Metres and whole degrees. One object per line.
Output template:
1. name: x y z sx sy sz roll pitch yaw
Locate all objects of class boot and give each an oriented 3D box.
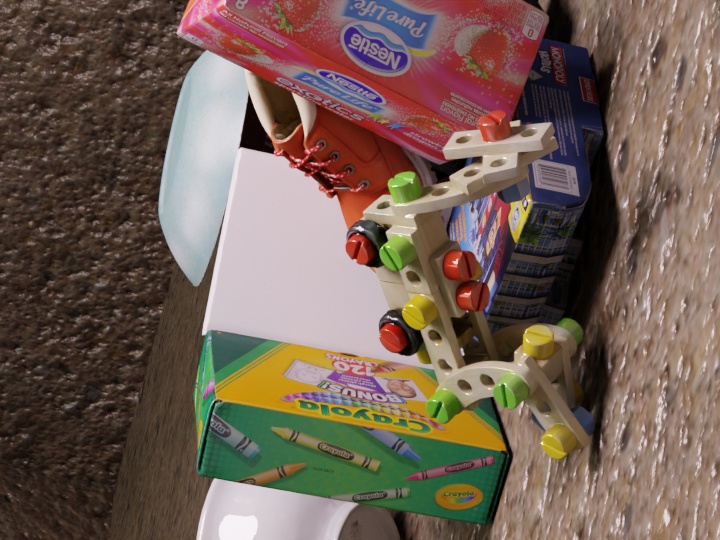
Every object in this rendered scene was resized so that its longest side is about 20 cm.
1. boot: -0.015 -0.074 1.560 0.075 0.107 0.200 -12 102 41

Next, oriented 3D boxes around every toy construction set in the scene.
1. toy construction set: 0.067 0.008 1.364 0.131 0.092 0.200 7 112 43

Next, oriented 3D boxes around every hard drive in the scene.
1. hard drive: 0.000 0.000 1.648 0.025 0.200 0.132 160 122 -79

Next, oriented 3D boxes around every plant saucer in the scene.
1. plant saucer: -0.120 -0.090 1.751 0.201 0.039 0.201 -169 90 -79

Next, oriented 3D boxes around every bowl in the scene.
1. bowl: -0.030 0.220 1.774 0.201 0.090 0.201 8 -100 -57

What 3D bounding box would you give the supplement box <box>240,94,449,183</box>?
1. supplement box: 0.004 -0.132 1.788 0.133 0.197 0.200 136 144 -73

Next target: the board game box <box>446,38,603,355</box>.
1. board game box: 0.098 -0.016 1.520 0.200 0.062 0.200 -92 16 -53

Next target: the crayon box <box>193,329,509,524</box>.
1. crayon box: -0.010 0.104 1.583 0.119 0.200 0.058 -104 26 -68

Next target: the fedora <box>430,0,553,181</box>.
1. fedora: 0.072 -0.137 1.634 0.092 0.200 0.201 36 119 46

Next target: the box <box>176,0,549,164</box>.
1. box: 0.001 -0.153 1.468 0.100 0.200 0.096 -13 54 68
